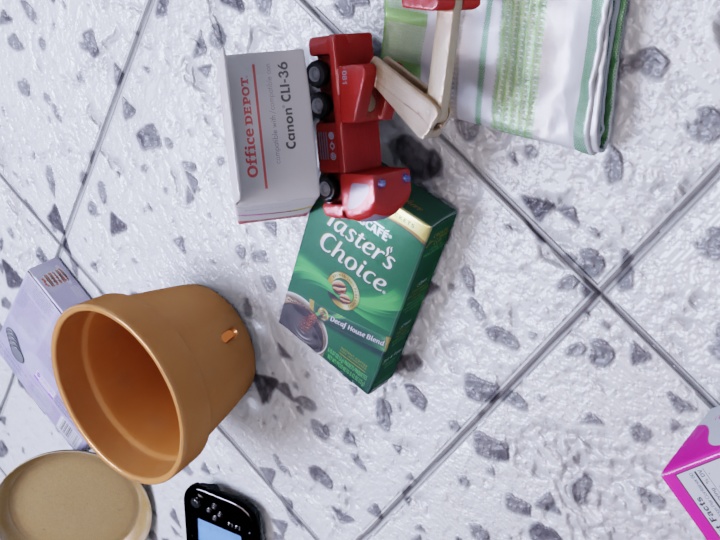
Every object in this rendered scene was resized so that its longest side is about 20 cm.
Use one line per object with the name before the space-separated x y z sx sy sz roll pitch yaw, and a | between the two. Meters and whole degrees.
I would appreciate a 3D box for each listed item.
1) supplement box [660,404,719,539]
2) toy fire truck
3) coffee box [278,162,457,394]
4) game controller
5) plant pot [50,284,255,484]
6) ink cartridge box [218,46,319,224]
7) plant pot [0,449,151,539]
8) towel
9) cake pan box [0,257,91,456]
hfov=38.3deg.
supplement box | 0.316 0.118 0.676 0.200 0.101 0.103 -37 87 45
toy fire truck | 0.025 -0.134 0.783 0.141 0.049 0.200 6 106 44
coffee box | 0.000 0.000 0.926 0.123 0.044 0.200 38 130 22
game controller | -0.162 0.344 1.240 0.104 0.042 0.200 21 124 32
plant pot | -0.206 0.103 1.087 0.200 0.140 0.200 18 121 33
ink cartridge box | -0.074 -0.104 0.826 0.200 0.067 0.117 168 95 -84
plant pot | -0.369 0.308 1.335 0.200 0.028 0.200 -2 115 -5
towel | 0.096 -0.174 0.767 0.200 0.031 0.150 20 122 33
cake pan box | -0.362 0.113 1.289 0.200 0.052 0.184 48 136 11
